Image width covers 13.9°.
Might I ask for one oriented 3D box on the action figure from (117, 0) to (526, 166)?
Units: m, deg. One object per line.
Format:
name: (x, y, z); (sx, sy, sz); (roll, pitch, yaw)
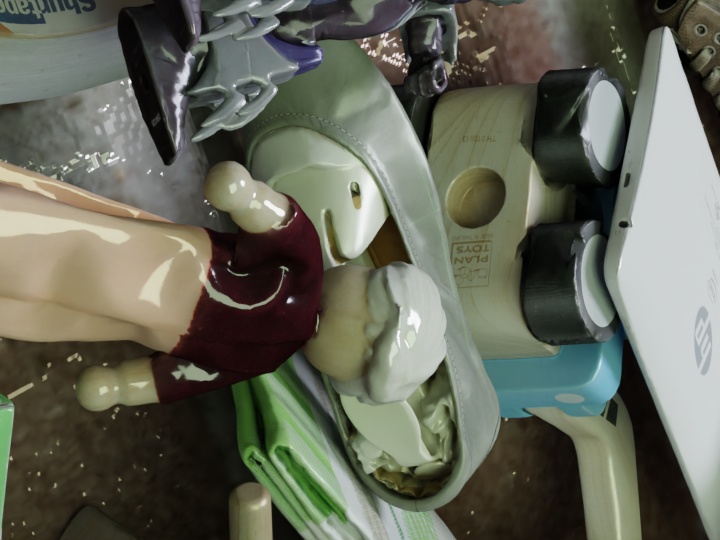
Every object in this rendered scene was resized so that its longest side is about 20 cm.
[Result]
action figure: (0.018, -0.100, 1.014); (0.199, 0.130, 0.070); (-15, 68, -23)

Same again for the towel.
towel: (0.003, 0.101, 1.162); (0.031, 0.149, 0.200); (-35, 118, 6)

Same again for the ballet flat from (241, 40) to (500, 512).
ballet flat: (0.000, 0.000, 1.091); (0.201, 0.067, 0.064); (68, 30, -23)

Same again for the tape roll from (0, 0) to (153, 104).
tape roll: (-0.096, -0.133, 1.007); (0.200, 0.200, 0.066); (-13, 69, -26)

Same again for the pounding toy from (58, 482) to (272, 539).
pounding toy: (-0.064, 0.187, 1.143); (0.184, 0.142, 0.200); (37, 85, -32)

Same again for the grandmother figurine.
grandmother figurine: (-0.059, 0.005, 1.015); (0.199, 0.121, 0.061); (13, 55, -23)

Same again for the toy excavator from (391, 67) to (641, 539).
toy excavator: (0.083, 0.034, 1.207); (0.200, 0.100, 0.195); (35, 56, -56)

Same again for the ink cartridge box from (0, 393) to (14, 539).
ink cartridge box: (-0.194, 0.123, 1.049); (0.084, 0.146, 0.201); (0, 103, -30)

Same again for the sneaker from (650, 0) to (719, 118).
sneaker: (0.160, -0.098, 1.250); (0.075, 0.070, 0.201); (-12, 107, -6)

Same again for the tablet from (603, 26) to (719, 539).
tablet: (0.137, 0.012, 1.212); (0.200, 0.014, 0.130); (63, 33, -46)
